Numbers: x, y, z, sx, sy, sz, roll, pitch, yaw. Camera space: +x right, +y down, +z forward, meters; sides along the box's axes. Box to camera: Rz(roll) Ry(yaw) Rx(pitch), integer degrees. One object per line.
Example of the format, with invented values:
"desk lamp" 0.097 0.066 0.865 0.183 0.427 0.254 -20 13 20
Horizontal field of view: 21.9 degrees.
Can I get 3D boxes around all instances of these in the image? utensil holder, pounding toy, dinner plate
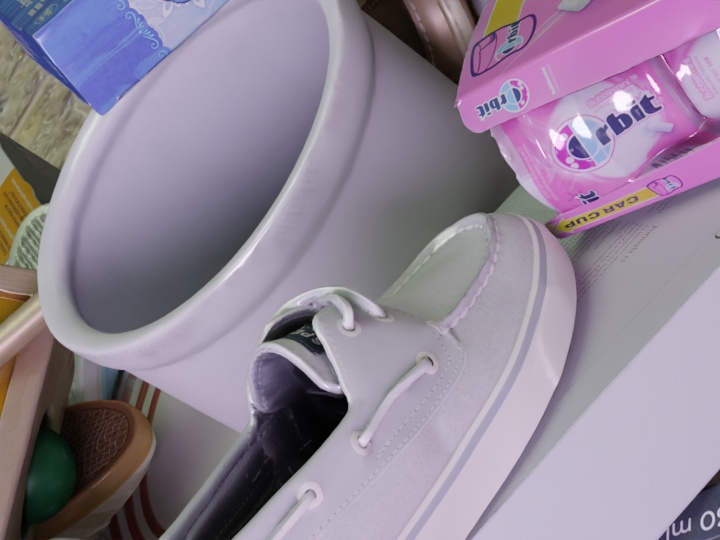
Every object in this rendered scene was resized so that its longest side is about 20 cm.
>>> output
"utensil holder" 0.000 0.000 0.744 0.170 0.200 0.170 -30 42 32
"pounding toy" -0.202 0.061 0.856 0.142 0.200 0.184 101 178 -61
"dinner plate" -0.070 0.061 0.916 0.200 0.024 0.200 -40 39 43

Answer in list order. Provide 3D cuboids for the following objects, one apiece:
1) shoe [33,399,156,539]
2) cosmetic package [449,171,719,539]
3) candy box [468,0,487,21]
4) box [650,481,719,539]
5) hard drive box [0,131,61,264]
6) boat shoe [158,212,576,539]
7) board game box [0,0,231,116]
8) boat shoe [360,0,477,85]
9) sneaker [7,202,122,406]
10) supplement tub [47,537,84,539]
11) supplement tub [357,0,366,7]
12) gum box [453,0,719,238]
"shoe" -0.177 0.133 0.957 0.200 0.053 0.070 -34 46 18
"cosmetic package" 0.066 0.028 0.597 0.200 0.052 0.151 -46 19 -12
"candy box" 0.148 -0.157 0.766 0.200 0.057 0.117 -32 -1 33
"box" 0.083 0.192 0.558 0.200 0.124 0.197 -27 46 36
"hard drive box" -0.237 0.033 1.119 0.200 0.077 0.156 -54 34 5
"boat shoe" -0.004 0.043 0.524 0.072 0.069 0.200 -14 33 51
"board game box" -0.060 -0.155 0.753 0.199 0.043 0.200 -42 21 -5
"boat shoe" 0.011 -0.082 0.831 0.200 0.065 0.072 120 129 -76
"sneaker" -0.156 0.065 1.014 0.074 0.082 0.200 14 93 23
"supplement tub" -0.143 0.228 0.796 0.200 0.132 0.132 -52 34 5
"supplement tub" 0.047 -0.210 0.906 0.200 0.144 0.145 -26 44 37
"gum box" 0.110 -0.103 0.613 0.113 0.066 0.200 -24 28 32
